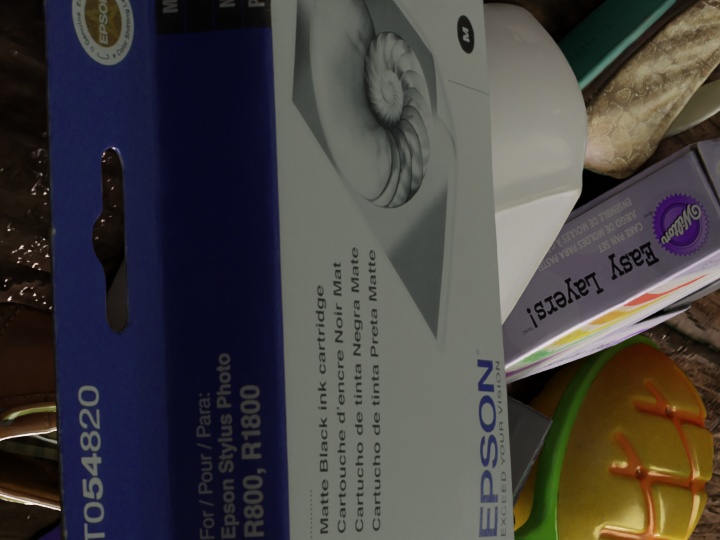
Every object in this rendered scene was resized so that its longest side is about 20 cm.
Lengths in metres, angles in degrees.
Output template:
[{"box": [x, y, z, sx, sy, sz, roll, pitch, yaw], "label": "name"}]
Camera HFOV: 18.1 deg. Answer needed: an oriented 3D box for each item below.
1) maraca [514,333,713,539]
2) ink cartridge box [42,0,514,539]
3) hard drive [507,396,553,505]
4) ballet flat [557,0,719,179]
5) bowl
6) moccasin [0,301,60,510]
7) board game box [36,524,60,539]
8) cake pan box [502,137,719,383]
[{"box": [0.128, 0.126, 1.233, 0.200, 0.107, 0.137, -60, 136, -29], "label": "maraca"}, {"box": [-0.017, -0.005, 0.670, 0.041, 0.200, 0.200, -6, 174, 30], "label": "ink cartridge box"}, {"box": [0.032, 0.154, 1.080, 0.140, 0.038, 0.200, -60, 173, -24], "label": "hard drive"}, {"box": [0.153, -0.115, 0.922, 0.200, 0.071, 0.065, -42, 119, 11], "label": "ballet flat"}, {"box": [0.000, 0.000, 0.857, 0.199, 0.075, 0.200, -19, 146, -49], "label": "bowl"}, {"box": [-0.044, 0.066, 0.762, 0.201, 0.078, 0.074, 20, 124, -27], "label": "moccasin"}, {"box": [-0.113, 0.168, 0.995, 0.134, 0.045, 0.200, -33, 156, -28], "label": "board game box"}, {"box": [0.132, -0.007, 1.027, 0.184, 0.052, 0.200, -28, 172, 33], "label": "cake pan box"}]
